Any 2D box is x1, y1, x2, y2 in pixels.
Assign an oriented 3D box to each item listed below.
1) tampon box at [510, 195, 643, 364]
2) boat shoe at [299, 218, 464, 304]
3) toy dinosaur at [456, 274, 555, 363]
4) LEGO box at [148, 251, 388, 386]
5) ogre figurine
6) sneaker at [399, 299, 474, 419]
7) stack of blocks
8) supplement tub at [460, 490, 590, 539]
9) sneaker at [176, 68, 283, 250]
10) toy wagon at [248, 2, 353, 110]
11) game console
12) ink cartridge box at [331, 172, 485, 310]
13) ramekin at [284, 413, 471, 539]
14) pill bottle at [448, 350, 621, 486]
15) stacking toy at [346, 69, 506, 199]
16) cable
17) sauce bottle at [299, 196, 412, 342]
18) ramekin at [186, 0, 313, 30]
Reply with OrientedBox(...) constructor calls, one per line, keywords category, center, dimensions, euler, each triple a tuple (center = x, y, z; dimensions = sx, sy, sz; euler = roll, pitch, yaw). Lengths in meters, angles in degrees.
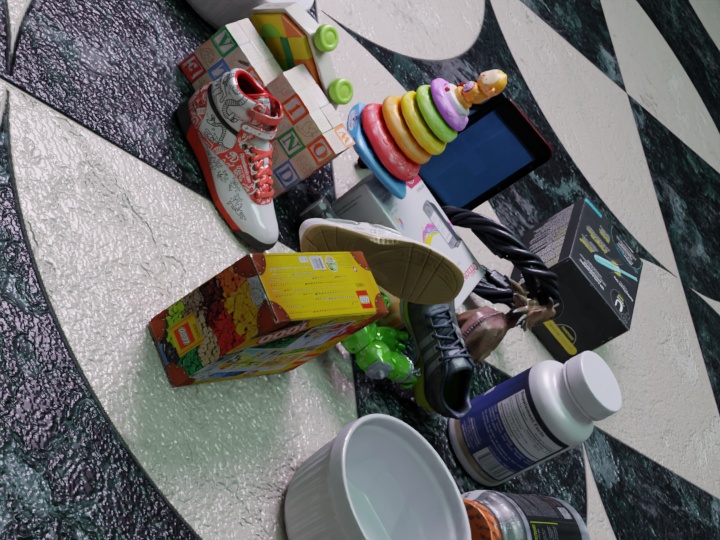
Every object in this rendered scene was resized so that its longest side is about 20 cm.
OrientedBox(category="tampon box", center=(0.323, 0.013, 2.102), dimensions=(0.150, 0.126, 0.200), euler=(49, 32, -14))
OrientedBox(category="boat shoe", center=(0.024, -0.020, 1.589), dimensions=(0.200, 0.071, 0.069), euler=(20, 18, -18))
OrientedBox(category="toy dinosaur", center=(0.162, 0.071, 1.801), dimensions=(0.086, 0.135, 0.200), euler=(58, 30, 2))
OrientedBox(category="LEGO box", center=(-0.092, 0.047, 1.434), dimensions=(0.200, 0.149, 0.077), euler=(-3, 65, -56))
OrientedBox(category="ogre figurine", center=(-0.005, 0.059, 1.615), dimensions=(0.120, 0.098, 0.200), euler=(-41, 114, -78))
OrientedBox(category="sneaker", center=(0.101, 0.088, 1.664), dimensions=(0.074, 0.081, 0.200), euler=(-21, 113, -23))
OrientedBox(category="stack of blocks", center=(-0.112, -0.200, 1.670), dimensions=(0.200, 0.115, 0.059), euler=(56, 30, -1))
OrientedBox(category="supplement tub", center=(0.166, 0.315, 1.591), dimensions=(0.200, 0.122, 0.123), euler=(17, 49, -50))
OrientedBox(category="sneaker", center=(-0.125, -0.131, 1.592), dimensions=(0.067, 0.108, 0.202), euler=(-15, 76, -59))
OrientedBox(category="toy wagon", center=(-0.076, -0.232, 1.722), dimensions=(0.040, 0.155, 0.200), euler=(-33, 118, -35))
OrientedBox(category="game console", center=(0.128, -0.155, 1.896), dimensions=(0.172, 0.200, 0.119), euler=(-9, 69, -58))
OrientedBox(category="ink cartridge box", center=(0.058, -0.034, 1.797), dimensions=(0.200, 0.086, 0.148), euler=(53, 29, -4))
OrientedBox(category="ramekin", center=(0.013, 0.259, 1.436), dimensions=(0.200, 0.105, 0.200), euler=(36, 37, -32))
OrientedBox(category="pill bottle", center=(0.216, 0.178, 1.715), dimensions=(0.111, 0.200, 0.111), euler=(37, 36, -32))
OrientedBox(category="stacking toy", center=(0.091, -0.189, 1.699), dimensions=(0.110, 0.200, 0.116), euler=(48, 26, -28))
OrientedBox(category="cable", center=(0.173, -0.012, 1.873), dimensions=(0.200, 0.163, 0.051), euler=(42, 68, -6))
OrientedBox(category="sauce bottle", center=(0.000, 0.000, 1.703), dimensions=(0.200, 0.066, 0.066), euler=(51, 30, -7))
OrientedBox(category="ramekin", center=(-0.159, -0.391, 1.800), dimensions=(0.202, 0.094, 0.203), euler=(36, 36, -32))
